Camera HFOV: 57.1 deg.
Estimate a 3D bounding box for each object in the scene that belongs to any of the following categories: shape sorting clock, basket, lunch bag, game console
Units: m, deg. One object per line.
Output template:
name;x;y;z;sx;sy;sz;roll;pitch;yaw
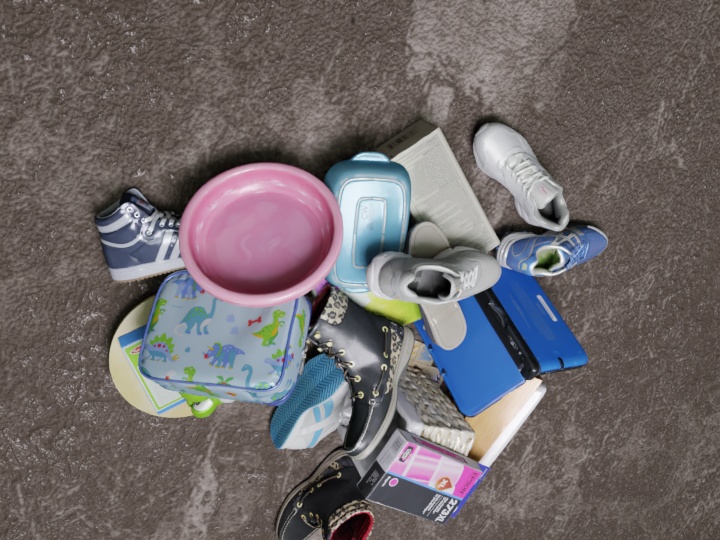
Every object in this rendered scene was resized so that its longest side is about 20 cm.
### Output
shape sorting clock;-0.254;0.118;0.948;0.200;0.039;0.200;-10;116;-22
basket;0.062;0.235;0.988;0.123;0.200;0.136;15;106;-25
lunch bag;-0.167;0.080;0.842;0.199;0.082;0.161;3;68;12
game console;0.204;0.098;0.993;0.170;0.200;0.118;-3;140;-31

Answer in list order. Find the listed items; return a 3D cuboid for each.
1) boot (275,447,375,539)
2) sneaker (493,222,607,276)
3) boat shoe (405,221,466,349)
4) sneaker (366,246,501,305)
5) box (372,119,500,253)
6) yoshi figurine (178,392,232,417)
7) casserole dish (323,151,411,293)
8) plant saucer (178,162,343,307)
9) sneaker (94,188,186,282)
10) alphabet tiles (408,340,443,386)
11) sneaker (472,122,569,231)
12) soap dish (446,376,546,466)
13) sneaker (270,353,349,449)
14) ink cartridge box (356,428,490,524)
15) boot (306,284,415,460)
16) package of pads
boot;-0.057;0.397;1.047;0.073;0.151;0.200;39;97;-24
sneaker;0.303;-0.023;1.014;0.200;0.077;0.076;-11;120;-23
boat shoe;0.093;0.020;0.927;0.073;0.063;0.200;-29;119;-20
sneaker;0.112;0.015;0.842;0.200;0.092;0.076;-6;105;-30
box;0.107;-0.101;0.940;0.095;0.078;0.200;-32;115;-1
yoshi figurine;-0.175;0.119;0.908;0.200;0.112;0.112;-46;108;1
casserole dish;0.008;-0.055;0.875;0.121;0.039;0.200;0;112;-12
plant saucer;-0.120;-0.041;0.820;0.200;0.201;0.051;-17;154;-8
sneaker;-0.244;-0.061;0.865;0.200;0.070;0.109;-16;115;-6
alphabet tiles;0.036;0.178;1.068;0.200;0.006;0.167;20;104;-21
sneaker;0.243;-0.134;0.952;0.078;0.099;0.200;-46;115;5
soap dish;0.194;0.215;1.050;0.081;0.157;0.200;35;99;-7
sneaker;-0.058;0.196;1.002;0.081;0.077;0.200;13;127;-38
ink cartridge box;0.096;0.286;0.894;0.200;0.037;0.095;30;98;-36
boot;-0.020;0.133;0.890;0.154;0.073;0.204;34;60;-21
package of pads;0.000;0.000;0.955;0.154;0.068;0.200;-19;115;-6
